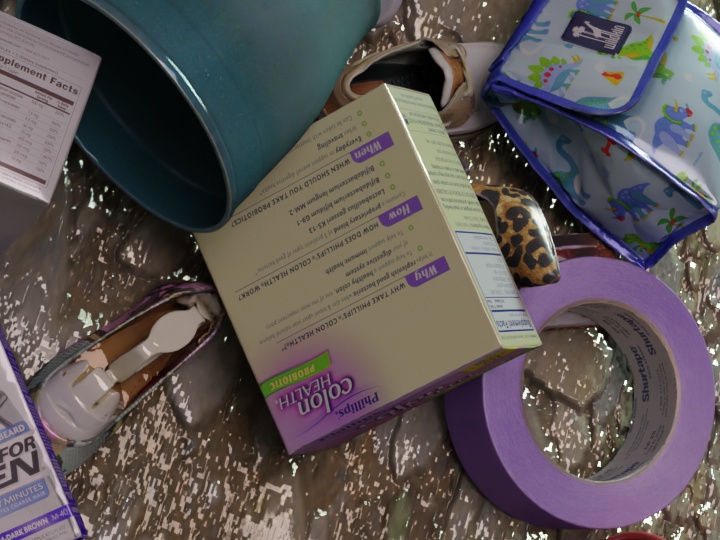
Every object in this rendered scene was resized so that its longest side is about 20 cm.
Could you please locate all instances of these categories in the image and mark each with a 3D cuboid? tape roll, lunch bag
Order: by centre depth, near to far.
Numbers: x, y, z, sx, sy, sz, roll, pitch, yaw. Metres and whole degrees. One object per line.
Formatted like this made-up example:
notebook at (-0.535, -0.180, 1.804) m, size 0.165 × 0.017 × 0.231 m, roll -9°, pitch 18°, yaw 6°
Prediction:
tape roll at (0.164, 0.092, 1.678) m, size 0.199 × 0.066 × 0.201 m, roll 3°, pitch 82°, yaw -25°
lunch bag at (0.202, -0.135, 1.738) m, size 0.200 × 0.127 × 0.170 m, roll 37°, pitch 52°, yaw -7°

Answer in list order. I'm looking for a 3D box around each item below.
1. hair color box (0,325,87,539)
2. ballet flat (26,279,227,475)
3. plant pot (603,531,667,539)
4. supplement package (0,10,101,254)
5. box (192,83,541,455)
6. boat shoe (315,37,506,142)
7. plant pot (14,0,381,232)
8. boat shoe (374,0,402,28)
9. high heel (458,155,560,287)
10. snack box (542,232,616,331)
hair color box at (-0.268, 0.105, 1.480) m, size 0.109 × 0.065 × 0.201 m, roll -24°, pitch 84°, yaw -5°
ballet flat at (-0.167, 0.069, 1.549) m, size 0.200 × 0.071 × 0.069 m, roll -41°, pitch 95°, yaw -27°
plant pot at (0.237, 0.307, 1.604) m, size 0.177 × 0.200 × 0.201 m, roll 25°, pitch 66°, yaw -27°
supplement package at (-0.282, -0.093, 1.471) m, size 0.155 × 0.200 × 0.111 m, roll 23°, pitch 67°, yaw -16°
box at (0.000, 0.000, 1.570) m, size 0.201 × 0.175 × 0.097 m, roll 66°, pitch 19°, yaw 10°
boat shoe at (0.056, -0.138, 1.709) m, size 0.199 × 0.068 × 0.075 m, roll -17°, pitch 81°, yaw -29°
plant pot at (-0.094, -0.162, 1.500) m, size 0.188 × 0.200 × 0.200 m, roll -43°, pitch 95°, yaw -23°
boat shoe at (0.010, -0.282, 1.735) m, size 0.057 × 0.068 × 0.201 m, roll 11°, pitch 72°, yaw -62°
high heel at (0.048, -0.033, 1.626) m, size 0.142 × 0.200 × 0.072 m, roll -3°, pitch 117°, yaw -28°
snack box at (0.108, 0.012, 1.715) m, size 0.199 × 0.024 × 0.072 m, roll -3°, pitch 78°, yaw -25°
